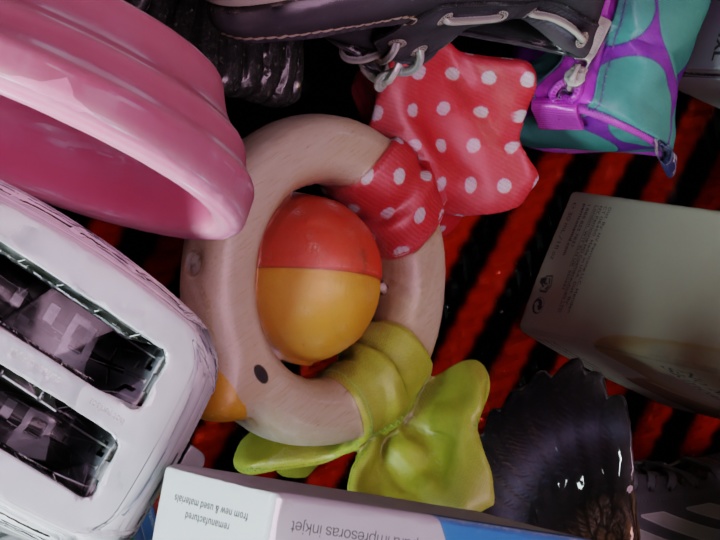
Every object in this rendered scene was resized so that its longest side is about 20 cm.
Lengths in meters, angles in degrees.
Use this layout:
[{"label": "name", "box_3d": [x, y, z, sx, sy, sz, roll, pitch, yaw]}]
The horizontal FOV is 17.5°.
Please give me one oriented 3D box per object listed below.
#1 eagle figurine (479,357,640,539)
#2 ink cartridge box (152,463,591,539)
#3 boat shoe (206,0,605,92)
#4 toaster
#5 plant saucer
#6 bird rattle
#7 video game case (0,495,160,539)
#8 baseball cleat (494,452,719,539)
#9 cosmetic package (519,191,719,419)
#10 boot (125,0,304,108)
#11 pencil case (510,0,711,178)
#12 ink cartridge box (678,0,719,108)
[{"label": "eagle figurine", "box_3d": [0.118, 0.159, 0.968, 0.152, 0.150, 0.201, 54, 35, -45]}, {"label": "ink cartridge box", "box_3d": [-0.008, 0.180, 0.816, 0.144, 0.084, 0.202, 12, 87, -32]}, {"label": "boat shoe", "box_3d": [0.024, -0.097, 0.883, 0.199, 0.072, 0.063, -15, 114, -41]}, {"label": "toaster", "box_3d": [-0.146, 0.023, 0.842, 0.200, 0.129, 0.114, 37, 76, -29]}, {"label": "plant saucer", "box_3d": [-0.126, -0.069, 0.803, 0.200, 0.200, 0.051, 26, 78, -31]}, {"label": "bird rattle", "box_3d": [0.000, 0.000, 0.926, 0.162, 0.112, 0.202, 8, 95, -46]}, {"label": "video game case", "box_3d": [-0.141, 0.177, 0.928, 0.199, 0.017, 0.144, -21, 106, -28]}, {"label": "baseball cleat", "box_3d": [0.122, 0.104, 1.051, 0.199, 0.070, 0.107, -28, 109, -27]}, {"label": "cosmetic package", "box_3d": [0.171, 0.025, 0.995, 0.105, 0.199, 0.072, 27, 82, -30]}, {"label": "boot", "box_3d": [-0.017, -0.143, 0.929, 0.209, 0.079, 0.159, 1, 88, -21]}, {"label": "pencil case", "box_3d": [0.120, -0.147, 1.009, 0.084, 0.092, 0.202, 14, 86, 11]}, {"label": "ink cartridge box", "box_3d": [0.243, -0.128, 1.091, 0.199, 0.083, 0.147, 20, 86, -32]}]
